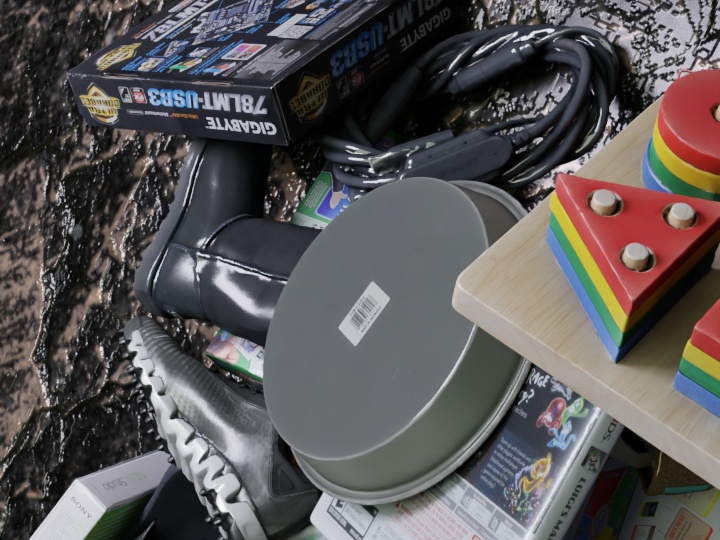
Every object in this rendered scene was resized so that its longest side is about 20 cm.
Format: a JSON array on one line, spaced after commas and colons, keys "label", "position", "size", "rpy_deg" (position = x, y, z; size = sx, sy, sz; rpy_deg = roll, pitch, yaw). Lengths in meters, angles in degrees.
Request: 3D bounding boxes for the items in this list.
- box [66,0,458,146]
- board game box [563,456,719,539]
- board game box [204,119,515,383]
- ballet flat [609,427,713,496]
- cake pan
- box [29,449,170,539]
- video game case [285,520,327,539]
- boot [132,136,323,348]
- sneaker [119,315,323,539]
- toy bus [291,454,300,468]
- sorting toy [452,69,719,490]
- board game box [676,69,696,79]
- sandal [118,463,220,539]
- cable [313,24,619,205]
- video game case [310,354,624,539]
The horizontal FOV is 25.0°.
[{"label": "box", "position": [-0.067, -0.158, 1.130], "size": [0.198, 0.200, 0.050], "rpy_deg": [8, 126, 39]}, {"label": "board game box", "position": [0.166, 0.129, 0.971], "size": [0.200, 0.040, 0.153], "rpy_deg": [37, 103, 36]}, {"label": "board game box", "position": [0.000, 0.000, 1.093], "size": [0.135, 0.029, 0.200], "rpy_deg": [22, 73, 35]}, {"label": "ballet flat", "position": [0.130, 0.051, 0.927], "size": [0.200, 0.072, 0.068], "rpy_deg": [55, 153, 28]}, {"label": "cake pan", "position": [0.016, 0.032, 0.919], "size": [0.200, 0.037, 0.200], "rpy_deg": [-28, 47, 34]}, {"label": "box", "position": [-0.213, 0.218, 1.187], "size": [0.036, 0.144, 0.200], "rpy_deg": [44, 108, 13]}, {"label": "video game case", "position": [0.014, 0.238, 1.025], "size": [0.200, 0.023, 0.182], "rpy_deg": [-24, 94, 25]}, {"label": "boot", "position": [-0.035, -0.023, 1.065], "size": [0.200, 0.066, 0.165], "rpy_deg": [13, 76, 37]}, {"label": "sneaker", "position": [-0.086, 0.099, 1.058], "size": [0.090, 0.067, 0.200], "rpy_deg": [-25, 55, -18]}, {"label": "toy bus", "position": [-0.030, 0.146, 1.112], "size": [0.078, 0.065, 0.200], "rpy_deg": [-35, 63, 29]}, {"label": "sorting toy", "position": [0.184, -0.008, 0.797], "size": [0.199, 0.200, 0.070], "rpy_deg": [34, 145, 23]}, {"label": "board game box", "position": [0.223, -0.004, 0.885], "size": [0.153, 0.040, 0.200], "rpy_deg": [14, 66, 16]}, {"label": "sandal", "position": [-0.135, 0.201, 1.136], "size": [0.043, 0.076, 0.200], "rpy_deg": [-83, 12, -49]}, {"label": "cable", "position": [0.072, -0.104, 1.058], "size": [0.200, 0.051, 0.163], "rpy_deg": [-24, 32, -1]}, {"label": "video game case", "position": [0.058, 0.099, 0.888], "size": [0.182, 0.023, 0.200], "rpy_deg": [-62, 27, 2]}]
